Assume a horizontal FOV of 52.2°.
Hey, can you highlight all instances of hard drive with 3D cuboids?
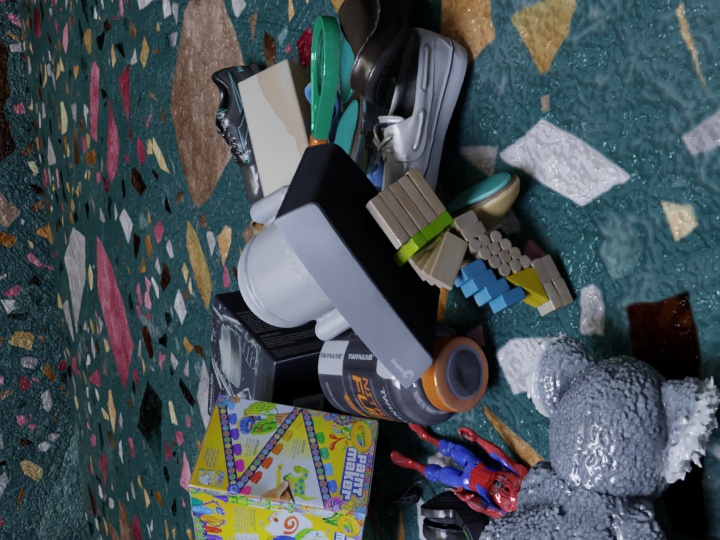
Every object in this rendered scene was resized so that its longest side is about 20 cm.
[{"bbox_3d":[0.008,-0.009,0.654,0.042,0.136,0.201,-24,118,26],"label":"hard drive"}]

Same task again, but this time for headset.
[{"bbox_3d":[0.080,0.291,0.775,0.200,0.092,0.126,-136,47,-64],"label":"headset"}]

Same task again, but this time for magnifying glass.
[{"bbox_3d":[-0.041,-0.161,0.771,0.080,0.022,0.204,-112,25,-55],"label":"magnifying glass"}]

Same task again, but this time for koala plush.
[{"bbox_3d":[0.183,0.158,0.545,0.176,0.181,0.205,22,103,52],"label":"koala plush"}]

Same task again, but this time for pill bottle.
[{"bbox_3d":[0.045,0.106,0.780,0.198,0.104,0.109,-9,90,57],"label":"pill bottle"}]

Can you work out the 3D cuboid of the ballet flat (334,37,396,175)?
[{"bbox_3d":[0.009,-0.163,0.770,0.074,0.073,0.204,-31,49,54],"label":"ballet flat"}]

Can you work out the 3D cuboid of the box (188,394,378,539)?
[{"bbox_3d":[-0.085,0.269,0.853,0.123,0.188,0.203,-78,-3,-49],"label":"box"}]

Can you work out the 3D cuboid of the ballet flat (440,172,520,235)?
[{"bbox_3d":[0.096,-0.045,0.727,0.064,0.068,0.199,56,151,-12],"label":"ballet flat"}]

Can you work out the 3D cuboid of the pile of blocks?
[{"bbox_3d":[0.087,-0.005,0.646,0.083,0.198,0.062,-62,7,-26],"label":"pile of blocks"}]

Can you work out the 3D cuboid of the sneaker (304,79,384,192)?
[{"bbox_3d":[-0.012,-0.130,0.839,0.074,0.081,0.204,-27,75,52],"label":"sneaker"}]

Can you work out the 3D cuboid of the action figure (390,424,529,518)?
[{"bbox_3d":[0.093,0.190,0.733,0.198,0.099,0.066,11,65,53],"label":"action figure"}]

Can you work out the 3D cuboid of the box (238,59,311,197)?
[{"bbox_3d":[-0.077,-0.140,0.906,0.076,0.095,0.204,-18,81,21],"label":"box"}]

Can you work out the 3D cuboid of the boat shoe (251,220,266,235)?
[{"bbox_3d":[-0.109,-0.059,1.005,0.075,0.073,0.205,31,122,49],"label":"boat shoe"}]

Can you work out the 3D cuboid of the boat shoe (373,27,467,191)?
[{"bbox_3d":[0.043,-0.133,0.719,0.073,0.064,0.205,12,87,63],"label":"boat shoe"}]

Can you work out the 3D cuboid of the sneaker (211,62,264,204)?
[{"bbox_3d":[-0.173,-0.196,1.073,0.075,0.078,0.205,4,101,55],"label":"sneaker"}]

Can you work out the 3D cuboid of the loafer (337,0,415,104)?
[{"bbox_3d":[0.007,-0.228,0.712,0.202,0.070,0.074,-80,14,-53],"label":"loafer"}]

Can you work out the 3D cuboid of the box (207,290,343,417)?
[{"bbox_3d":[-0.120,0.156,1.027,0.196,0.122,0.204,37,126,49],"label":"box"}]

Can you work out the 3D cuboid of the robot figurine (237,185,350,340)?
[{"bbox_3d":[-0.059,-0.008,0.797,0.199,0.112,0.172,-30,88,42],"label":"robot figurine"}]
